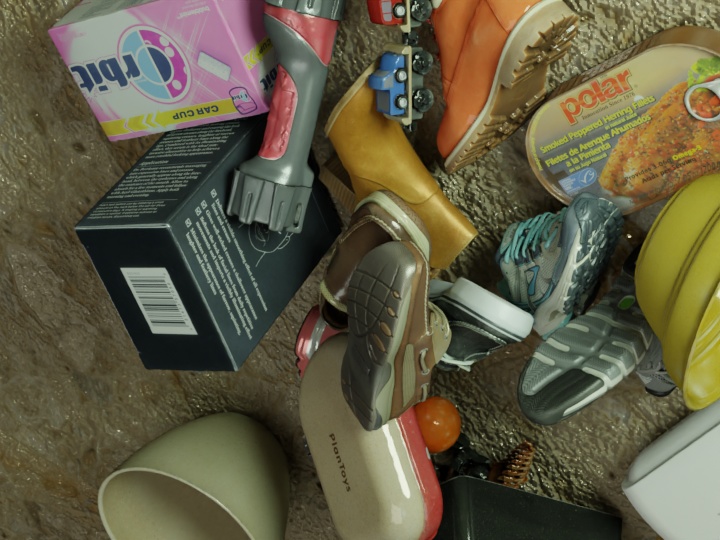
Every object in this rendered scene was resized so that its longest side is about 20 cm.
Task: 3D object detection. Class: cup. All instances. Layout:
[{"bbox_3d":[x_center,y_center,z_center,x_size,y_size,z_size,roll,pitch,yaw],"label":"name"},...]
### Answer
[{"bbox_3d":[-0.151,0.231,1.596,0.198,0.144,0.202,18,135,19],"label":"cup"}]

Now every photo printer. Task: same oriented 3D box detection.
[{"bbox_3d":[0.329,0.186,1.304,0.166,0.070,0.200,39,137,-3],"label":"photo printer"}]

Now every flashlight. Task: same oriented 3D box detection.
[{"bbox_3d":[-0.062,-0.136,1.210,0.067,0.068,0.202,26,105,41],"label":"flashlight"}]

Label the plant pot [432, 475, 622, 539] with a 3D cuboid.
[{"bbox_3d":[0.115,0.323,1.425,0.199,0.179,0.199,19,144,-28],"label":"plant pot"}]

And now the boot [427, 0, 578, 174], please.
[{"bbox_3d":[0.089,-0.160,1.169,0.107,0.075,0.201,48,146,17],"label":"boot"}]

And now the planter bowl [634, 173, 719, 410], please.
[{"bbox_3d":[0.256,-0.007,1.109,0.083,0.200,0.202,32,140,28],"label":"planter bowl"}]

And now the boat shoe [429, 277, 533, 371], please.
[{"bbox_3d":[0.086,0.052,1.277,0.072,0.071,0.200,30,173,-10],"label":"boat shoe"}]

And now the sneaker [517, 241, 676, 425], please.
[{"bbox_3d":[0.210,0.075,1.202,0.075,0.200,0.116,26,151,45],"label":"sneaker"}]

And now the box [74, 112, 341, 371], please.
[{"bbox_3d":[-0.123,-0.035,1.305,0.106,0.200,0.149,0,126,34],"label":"box"}]

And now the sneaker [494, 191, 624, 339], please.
[{"bbox_3d":[0.146,-0.008,1.221,0.086,0.078,0.200,35,156,13],"label":"sneaker"}]

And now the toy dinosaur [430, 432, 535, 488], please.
[{"bbox_3d":[0.098,0.198,1.469,0.135,0.103,0.200,31,121,-17],"label":"toy dinosaur"}]

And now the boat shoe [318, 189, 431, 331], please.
[{"bbox_3d":[0.005,0.004,1.255,0.075,0.075,0.203,40,160,9],"label":"boat shoe"}]

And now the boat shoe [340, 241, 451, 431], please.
[{"bbox_3d":[0.032,0.046,1.217,0.076,0.071,0.201,60,155,32],"label":"boat shoe"}]

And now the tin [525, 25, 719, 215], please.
[{"bbox_3d":[0.212,-0.111,1.146,0.199,0.042,0.112,-24,116,43],"label":"tin"}]

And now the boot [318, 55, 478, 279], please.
[{"bbox_3d":[0.040,-0.077,1.241,0.144,0.071,0.202,40,156,10],"label":"boot"}]

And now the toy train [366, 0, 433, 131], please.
[{"bbox_3d":[0.027,-0.201,1.131,0.034,0.045,0.202,25,122,57],"label":"toy train"}]

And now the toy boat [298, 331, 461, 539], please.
[{"bbox_3d":[0.032,0.144,1.362,0.130,0.130,0.202,-29,76,55],"label":"toy boat"}]

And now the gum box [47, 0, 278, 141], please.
[{"bbox_3d":[-0.161,-0.184,1.296,0.198,0.066,0.114,-6,122,36],"label":"gum box"}]

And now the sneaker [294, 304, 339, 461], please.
[{"bbox_3d":[-0.007,0.127,1.465,0.086,0.074,0.202,10,131,23],"label":"sneaker"}]
